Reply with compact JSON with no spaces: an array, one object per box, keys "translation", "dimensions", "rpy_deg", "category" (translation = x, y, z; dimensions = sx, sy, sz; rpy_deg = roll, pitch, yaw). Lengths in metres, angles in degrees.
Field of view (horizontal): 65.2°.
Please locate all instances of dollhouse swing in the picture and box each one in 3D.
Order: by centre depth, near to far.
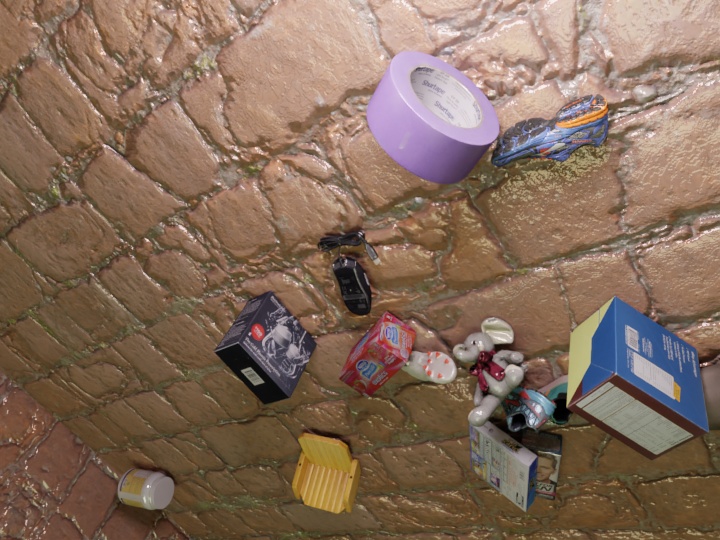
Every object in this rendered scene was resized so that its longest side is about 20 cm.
[{"translation":[-0.120,0.632,1.755],"dimensions":[0.195,0.185,0.177],"rpy_deg":[6,151,20],"category":"dollhouse swing"}]

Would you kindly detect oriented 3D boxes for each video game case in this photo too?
[{"translation":[0.361,0.490,1.436],"dimensions":[0.180,0.045,0.204],"rpy_deg":[30,142,40],"category":"video game case"}]

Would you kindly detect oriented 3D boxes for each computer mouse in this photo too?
[{"translation":[0.000,0.000,1.242],"dimensions":[0.138,0.046,0.203],"rpy_deg":[-13,110,38],"category":"computer mouse"}]

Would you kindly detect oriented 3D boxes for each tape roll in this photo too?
[{"translation":[0.113,-0.239,0.877],"dimensions":[0.198,0.202,0.085],"rpy_deg":[33,135,-5],"category":"tape roll"}]

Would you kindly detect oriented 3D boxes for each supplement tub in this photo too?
[{"translation":[-0.895,0.915,2.357],"dimensions":[0.195,0.147,0.148],"rpy_deg":[0,128,24],"category":"supplement tub"}]

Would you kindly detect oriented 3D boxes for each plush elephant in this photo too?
[{"translation":[0.272,0.199,1.218],"dimensions":[0.154,0.199,0.166],"rpy_deg":[42,123,17],"category":"plush elephant"}]

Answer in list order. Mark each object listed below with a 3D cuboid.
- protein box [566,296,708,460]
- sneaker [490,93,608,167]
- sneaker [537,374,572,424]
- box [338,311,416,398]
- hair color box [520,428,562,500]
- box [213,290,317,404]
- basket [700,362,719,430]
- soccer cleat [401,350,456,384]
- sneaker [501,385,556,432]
[{"translation":[0.516,0.202,1.065],"dimensions":[0.197,0.200,0.136],"rpy_deg":[31,135,-4],"category":"protein box"},{"translation":[0.304,-0.204,0.909],"dimensions":[0.197,0.076,0.079],"rpy_deg":[-15,125,35],"category":"sneaker"},{"translation":[0.429,0.317,1.285],"dimensions":[0.070,0.081,0.201],"rpy_deg":[29,134,-2],"category":"sneaker"},{"translation":[0.039,0.206,1.357],"dimensions":[0.094,0.101,0.201],"rpy_deg":[33,134,-6],"category":"box"},{"translation":[0.456,0.498,1.441],"dimensions":[0.097,0.061,0.204],"rpy_deg":[6,129,20],"category":"hair color box"},{"translation":[-0.232,0.193,1.414],"dimensions":[0.103,0.184,0.201],"rpy_deg":[-21,118,36],"category":"box"},{"translation":[0.734,0.226,1.038],"dimensions":[0.198,0.137,0.182],"rpy_deg":[-23,113,41],"category":"basket"},{"translation":[0.165,0.228,1.317],"dimensions":[0.077,0.070,0.198],"rpy_deg":[40,161,-27],"category":"soccer cleat"},{"translation":[0.344,0.309,1.271],"dimensions":[0.079,0.097,0.199],"rpy_deg":[37,164,-16],"category":"sneaker"}]
